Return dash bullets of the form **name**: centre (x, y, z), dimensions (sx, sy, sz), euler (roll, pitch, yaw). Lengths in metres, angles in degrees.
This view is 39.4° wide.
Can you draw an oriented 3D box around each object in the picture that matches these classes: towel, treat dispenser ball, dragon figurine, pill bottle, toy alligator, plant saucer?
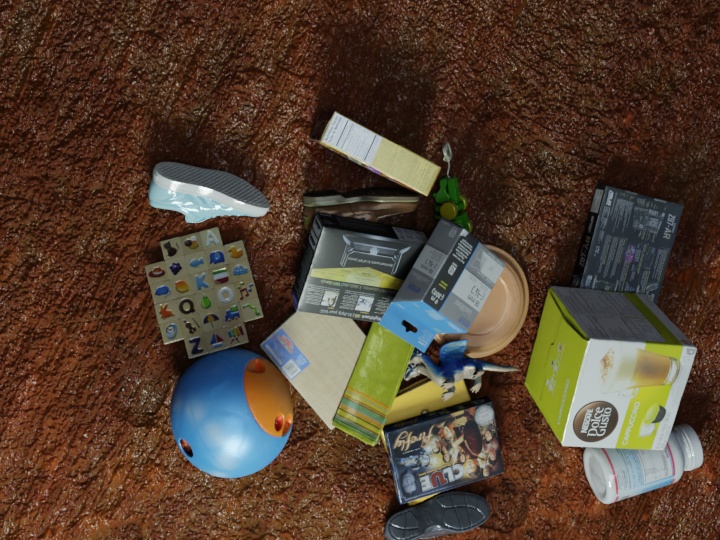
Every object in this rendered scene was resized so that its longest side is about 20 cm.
- **towel**: centre (0.024, 0.191, 1.720), dimensions (0.085, 0.018, 0.203), euler (22, 95, 6)
- **treat dispenser ball**: centre (-0.205, 0.227, 1.609), dimensions (0.196, 0.201, 0.206), euler (-2, 100, -12)
- **dragon figurine**: centre (0.167, 0.159, 1.730), dimensions (0.196, 0.100, 0.059), euler (-18, 140, -4)
- **pill bottle**: centre (0.516, 0.346, 1.837), dimensions (0.196, 0.109, 0.111), euler (-14, 102, -10)
- **toy alligator**: centre (0.147, -0.114, 1.711), dimensions (0.053, 0.059, 0.204), euler (-7, 104, 30)
- **plant saucer**: centre (0.203, 0.054, 1.760), dimensions (0.196, 0.032, 0.205), euler (-2, 99, -13)

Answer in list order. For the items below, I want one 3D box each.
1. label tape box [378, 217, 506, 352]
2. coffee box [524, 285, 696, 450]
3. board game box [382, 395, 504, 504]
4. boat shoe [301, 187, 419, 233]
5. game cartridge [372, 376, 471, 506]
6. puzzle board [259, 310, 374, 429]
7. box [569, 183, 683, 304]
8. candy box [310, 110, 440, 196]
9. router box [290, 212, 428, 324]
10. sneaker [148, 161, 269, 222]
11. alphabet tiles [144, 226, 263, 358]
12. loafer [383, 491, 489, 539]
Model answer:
- **label tape box**: centre (0.138, 0.037, 1.653), dimensions (0.144, 0.063, 0.202), euler (33, 87, -45)
- **coffee box**: centre (0.417, 0.165, 1.717), dimensions (0.193, 0.201, 0.204), euler (5, 113, -12)
- **board game box**: centre (0.146, 0.313, 1.759), dimensions (0.196, 0.035, 0.138), euler (-15, 104, -10)
- **boat shoe**: centre (0.000, -0.098, 1.675), dimensions (0.195, 0.072, 0.070), euler (-2, 105, -3)
- **game cartridge**: centre (0.127, 0.292, 1.785), dimensions (0.173, 0.032, 0.203), euler (-23, 106, -8)
- **puzzle board**: centre (-0.056, 0.150, 1.727), dimensions (0.150, 0.017, 0.201), euler (-40, 104, -2)
- **box**: centre (0.473, -0.038, 1.797), dimensions (0.157, 0.044, 0.204), euler (11, 97, -14)
- **candy box**: centre (0.022, -0.191, 1.635), dimensions (0.197, 0.117, 0.057), euler (27, 93, -14)
- **router box**: centre (0.000, 0.000, 1.656), dimensions (0.196, 0.052, 0.160), euler (9, 117, -23)
- **sneaker**: centre (-0.247, -0.113, 1.624), dimensions (0.196, 0.075, 0.083), euler (16, 126, -19)
- **alphabet tiles**: centre (-0.252, 0.034, 1.619), dimensions (0.163, 0.006, 0.204), euler (-15, 73, -9)
- **loafer**: centre (0.133, 0.444, 1.803), dimensions (0.196, 0.063, 0.073), euler (-9, 71, -15)
